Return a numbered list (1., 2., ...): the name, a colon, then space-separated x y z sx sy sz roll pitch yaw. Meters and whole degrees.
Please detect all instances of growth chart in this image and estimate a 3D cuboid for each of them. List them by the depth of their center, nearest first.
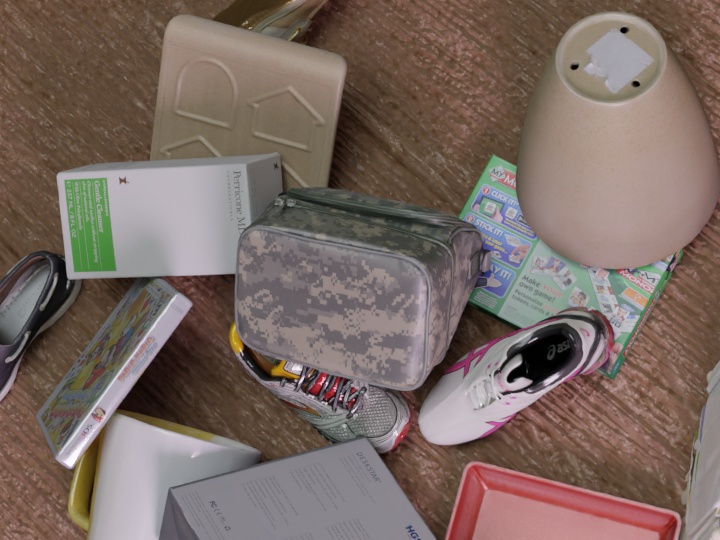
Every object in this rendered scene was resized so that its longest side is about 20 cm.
1. growth chart: 0.296 0.157 1.601 0.018 0.145 0.201 13 72 -1

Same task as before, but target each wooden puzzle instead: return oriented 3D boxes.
1. wooden puzzle: -0.108 -0.129 1.815 0.184 0.046 0.201 16 109 16

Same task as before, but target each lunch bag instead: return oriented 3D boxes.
1. lunch bag: 0.000 0.000 1.695 0.199 0.168 0.140 12 116 19

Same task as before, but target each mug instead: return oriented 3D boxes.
1. mug: -0.184 0.217 1.741 0.149 0.187 0.154 16 87 -13

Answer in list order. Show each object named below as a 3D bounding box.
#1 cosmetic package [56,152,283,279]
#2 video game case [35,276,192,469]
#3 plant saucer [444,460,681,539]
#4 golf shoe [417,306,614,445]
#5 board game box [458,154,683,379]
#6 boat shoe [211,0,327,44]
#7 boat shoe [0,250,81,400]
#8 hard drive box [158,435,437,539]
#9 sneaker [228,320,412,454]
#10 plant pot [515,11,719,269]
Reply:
1. cosmetic package: -0.176 -0.051 1.790 0.199 0.085 0.108 -3 98 22
2. video game case: -0.232 0.085 1.756 0.023 0.200 0.182 37 86 -16
3. plant saucer: 0.163 0.286 1.654 0.199 0.037 0.201 12 79 19
4. golf shoe: 0.125 0.093 1.677 0.200 0.092 0.073 -35 78 22
5. board game box: 0.176 -0.005 1.739 0.199 0.029 0.135 28 83 22
6. boat shoe: -0.086 -0.242 1.865 0.200 0.069 0.074 -36 43 10
7. boat shoe: -0.353 0.064 1.856 0.074 0.060 0.200 42 89 21
8. hard drive box: -0.050 0.241 1.631 0.199 0.077 0.156 -12 46 -28
9. sneaker: -0.044 0.105 1.742 0.199 0.082 0.078 28 84 21
10. plant pot: 0.222 -0.131 1.651 0.186 0.200 0.188 -4 62 7
